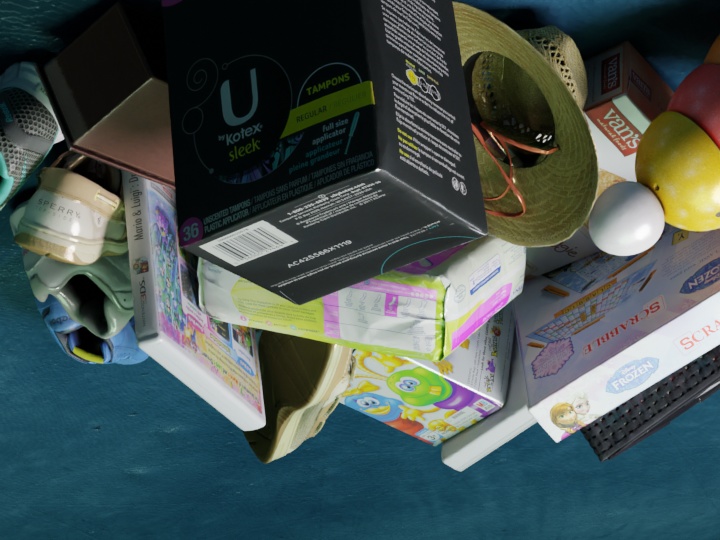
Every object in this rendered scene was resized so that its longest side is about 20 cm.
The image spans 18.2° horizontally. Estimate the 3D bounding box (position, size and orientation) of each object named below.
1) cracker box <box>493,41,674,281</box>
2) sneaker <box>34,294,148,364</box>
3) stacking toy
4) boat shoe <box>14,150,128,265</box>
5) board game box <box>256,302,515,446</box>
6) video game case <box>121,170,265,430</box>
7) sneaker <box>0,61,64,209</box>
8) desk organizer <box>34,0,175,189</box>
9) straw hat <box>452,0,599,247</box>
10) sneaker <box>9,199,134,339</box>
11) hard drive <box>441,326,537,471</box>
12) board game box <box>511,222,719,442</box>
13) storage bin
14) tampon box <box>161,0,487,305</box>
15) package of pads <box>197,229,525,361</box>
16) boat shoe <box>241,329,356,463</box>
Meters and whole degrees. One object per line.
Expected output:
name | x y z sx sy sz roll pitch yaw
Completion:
cracker box | 0.149 -0.073 1.645 0.199 0.058 0.134 -24 131 32
sneaker | -0.219 0.054 1.853 0.065 0.079 0.200 -12 157 8
stacking toy | 0.236 -0.074 1.519 0.199 0.146 0.146 -36 159 -11
boat shoe | -0.192 -0.052 1.585 0.073 0.070 0.200 20 -172 -2
board game box | 0.013 0.044 1.795 0.199 0.106 0.103 26 144 -23
video game case | -0.122 0.002 1.630 0.024 0.183 0.200 -14 155 14
sneaker | -0.272 -0.065 1.537 0.077 0.091 0.200 40 136 -9
desk organizer | -0.119 -0.107 1.519 0.077 0.072 0.200 -37 151 21
straw hat | 0.110 -0.120 1.530 0.085 0.201 0.201 -40 173 -30
sneaker | -0.184 0.011 1.736 0.199 0.100 0.078 14 149 -38
hard drive | 0.140 0.067 1.800 0.026 0.133 0.200 29 140 -19
board game box | 0.205 0.008 1.654 0.199 0.200 0.041 -33 118 19
storage bin | 0.258 0.056 1.795 0.135 0.094 0.200 -24 166 -45
tampon box | -0.026 -0.107 1.392 0.149 0.202 0.126 -21 152 27
package of pads | 0.000 0.000 1.600 0.198 0.069 0.154 10 -159 23
boat shoe | -0.039 0.080 1.715 0.063 0.073 0.201 -19 153 -28
